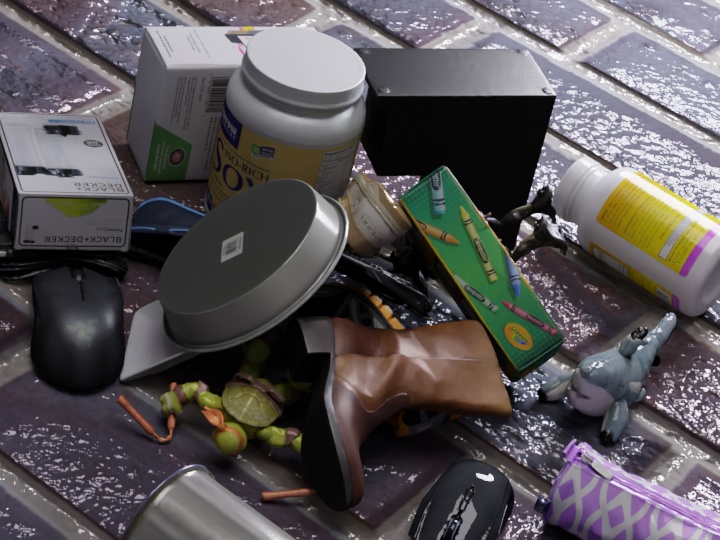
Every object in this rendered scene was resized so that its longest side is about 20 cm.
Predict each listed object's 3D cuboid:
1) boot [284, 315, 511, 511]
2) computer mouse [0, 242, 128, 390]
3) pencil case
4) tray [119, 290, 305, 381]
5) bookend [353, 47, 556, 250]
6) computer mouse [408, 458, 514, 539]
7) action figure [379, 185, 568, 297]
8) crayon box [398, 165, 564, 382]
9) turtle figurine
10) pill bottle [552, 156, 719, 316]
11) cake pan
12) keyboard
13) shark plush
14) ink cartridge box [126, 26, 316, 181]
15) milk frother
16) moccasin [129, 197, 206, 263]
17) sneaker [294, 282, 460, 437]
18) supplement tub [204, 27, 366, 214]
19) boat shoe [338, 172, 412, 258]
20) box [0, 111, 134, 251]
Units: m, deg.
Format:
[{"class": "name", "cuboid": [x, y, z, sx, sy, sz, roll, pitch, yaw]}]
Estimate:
[{"class": "boot", "cuboid": [0.041, 0.126, 1.634, 0.198, 0.069, 0.190, 4, 48, -25]}, {"class": "computer mouse", "cuboid": [-0.269, 0.029, 1.708, 0.137, 0.053, 0.201, 2, 37, -19]}, {"class": "pencil case", "cuboid": [0.258, 0.220, 1.620, 0.198, 0.086, 0.084, 25, 38, 12]}, {"class": "tray", "cuboid": [-0.128, 0.038, 1.685, 0.198, 0.022, 0.108, -24, 32, 19]}, {"class": "bookend", "cuboid": [0.081, -0.125, 1.932, 0.197, 0.202, 0.092, -3, 38, -19]}, {"class": "computer mouse", "cuboid": [0.108, 0.229, 1.582, 0.139, 0.046, 0.200, 26, 36, 16]}, {"class": "action figure", "cuboid": [0.110, -0.016, 1.881, 0.198, 0.103, 0.120, -16, 47, 2]}, {"class": "crayon box", "cuboid": [0.114, 0.006, 1.761, 0.058, 0.119, 0.201, -34, 82, -3]}, {"class": "turtle figurine", "cuboid": [-0.104, 0.114, 1.644, 0.198, 0.065, 0.162, 21, 35, 8]}, {"class": "pill bottle", "cuboid": [0.305, -0.043, 1.981, 0.199, 0.105, 0.104, 35, 39, 25]}, {"class": "cake pan", "cuboid": [-0.104, -0.010, 1.669, 0.199, 0.037, 0.201, -25, 33, 17]}, {"class": "keyboard", "cuboid": [0.000, 0.000, 1.725, 0.127, 0.021, 0.199, 35, -5, -35]}, {"class": "shark plush", "cuboid": [0.266, 0.094, 1.796, 0.199, 0.084, 0.091, -18, 47, -38]}, {"class": "ink cartridge box", "cuboid": [-0.137, -0.179, 1.962, 0.198, 0.146, 0.084, -3, 39, -25]}, {"class": "milk frother", "cuboid": [-0.097, 0.229, 1.374, 0.187, 0.201, 0.180, 32, 42, 23]}, {"class": "moccasin", "cuboid": [-0.146, -0.007, 1.800, 0.198, 0.081, 0.068, 16, 37, 26]}, {"class": "sneaker", "cuboid": [0.006, 0.082, 1.724, 0.199, 0.079, 0.077, 36, 47, 27]}, {"class": "supplement tub", "cuboid": [-0.075, -0.129, 1.869, 0.144, 0.201, 0.146, 10, 35, -7]}, {"class": "boat shoe", "cuboid": [-0.002, -0.047, 1.788, 0.074, 0.069, 0.200, 52, -3, -4]}, {"class": "box", "cuboid": [-0.298, -0.090, 1.823, 0.115, 0.061, 0.200, 2, 27, -18]}]
